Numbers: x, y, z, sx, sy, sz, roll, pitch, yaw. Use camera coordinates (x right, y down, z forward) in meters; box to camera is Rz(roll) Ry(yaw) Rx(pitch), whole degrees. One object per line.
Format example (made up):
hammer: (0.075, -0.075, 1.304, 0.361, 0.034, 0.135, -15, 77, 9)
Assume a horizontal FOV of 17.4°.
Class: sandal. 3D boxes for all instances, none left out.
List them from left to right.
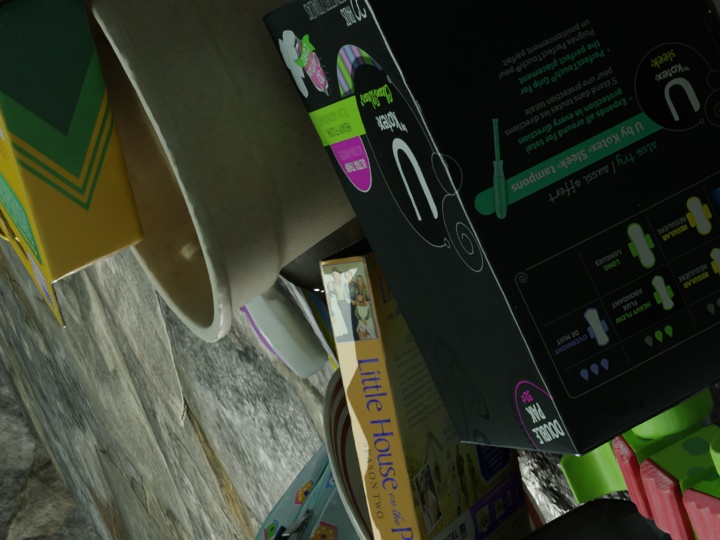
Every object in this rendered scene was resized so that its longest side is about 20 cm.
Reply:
sandal: (-0.080, 0.001, 1.347, 0.082, 0.050, 0.203, 52, -179, -34)

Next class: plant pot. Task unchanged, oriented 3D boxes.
plant pot: (-0.030, -0.097, 1.066, 0.200, 0.183, 0.200, 57, 165, 25)

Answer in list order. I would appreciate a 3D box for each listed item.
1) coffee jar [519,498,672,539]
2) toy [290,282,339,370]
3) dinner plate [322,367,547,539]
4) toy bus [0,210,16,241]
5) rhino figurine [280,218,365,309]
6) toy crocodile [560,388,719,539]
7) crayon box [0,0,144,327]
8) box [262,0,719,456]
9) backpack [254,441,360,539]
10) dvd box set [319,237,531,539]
coffee jar: (0.132, 0.222, 1.212, 0.085, 0.104, 0.200, 40, 153, 50)
toy: (-0.007, 0.026, 1.428, 0.115, 0.047, 0.200, 60, 177, 18)
dinner plate: (0.044, 0.136, 1.283, 0.200, 0.024, 0.200, 39, -151, -27)
toy bus: (-0.162, -0.097, 1.520, 0.136, 0.200, 0.192, 63, 173, 6)
rhino figurine: (0.000, 0.000, 1.307, 0.200, 0.060, 0.087, 42, 168, -24)
toy crocodile: (0.150, 0.094, 1.011, 0.200, 0.062, 0.068, 28, 142, 65)
crayon box: (-0.154, -0.086, 1.046, 0.126, 0.052, 0.200, 53, 161, 37)
box: (0.070, -0.043, 0.927, 0.200, 0.124, 0.149, 64, 166, -6)
backpack: (0.013, 0.178, 1.382, 0.167, 0.200, 0.127, 33, 151, -12)
dvd box set: (0.037, 0.075, 1.188, 0.146, 0.029, 0.200, -30, -70, -64)
